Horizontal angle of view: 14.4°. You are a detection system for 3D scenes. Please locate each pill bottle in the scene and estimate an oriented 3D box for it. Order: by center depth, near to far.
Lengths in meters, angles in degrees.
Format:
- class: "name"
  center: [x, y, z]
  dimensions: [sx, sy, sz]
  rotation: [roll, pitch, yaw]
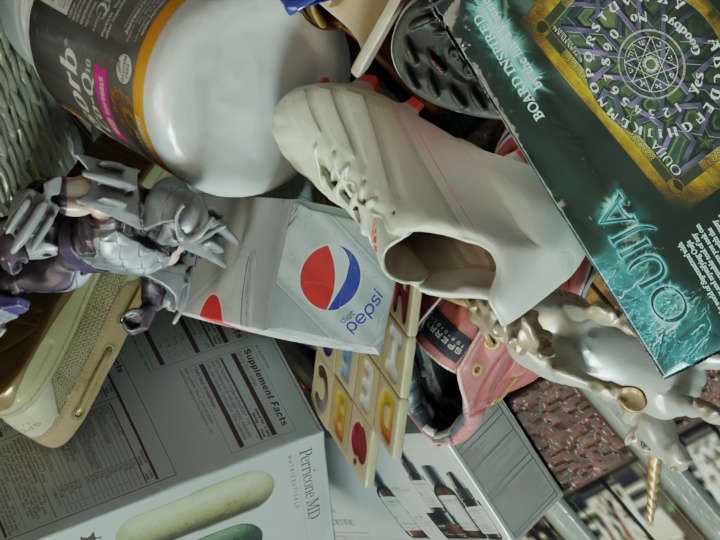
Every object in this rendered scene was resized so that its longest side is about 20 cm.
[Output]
- class: "pill bottle"
  center: [-0.101, -0.119, 1.450]
  dimensions: [0.200, 0.116, 0.117]
  rotation: [30, 149, 52]

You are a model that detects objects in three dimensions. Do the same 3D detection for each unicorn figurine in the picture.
- class: "unicorn figurine"
  center: [0.133, 0.052, 1.378]
  dimensions: [0.200, 0.074, 0.137]
  rotation: [39, 166, -27]

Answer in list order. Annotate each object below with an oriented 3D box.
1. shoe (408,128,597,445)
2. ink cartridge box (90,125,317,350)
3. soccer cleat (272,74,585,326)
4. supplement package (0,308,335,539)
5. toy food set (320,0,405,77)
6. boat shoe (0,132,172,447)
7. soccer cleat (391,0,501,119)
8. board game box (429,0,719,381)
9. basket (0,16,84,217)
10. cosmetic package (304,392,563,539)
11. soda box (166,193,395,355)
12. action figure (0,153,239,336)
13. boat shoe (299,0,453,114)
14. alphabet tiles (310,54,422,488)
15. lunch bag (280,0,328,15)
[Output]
- class: "shoe"
  center: [0.068, 0.009, 1.412]
  dimensions: [0.071, 0.091, 0.201]
  rotation: [37, 150, 19]
- class: "ink cartridge box"
  center: [-0.054, -0.031, 1.607]
  dimensions: [0.199, 0.057, 0.163]
  rotation: [16, 142, 14]
- class: "soccer cleat"
  center: [0.019, -0.035, 1.309]
  dimensions: [0.199, 0.078, 0.069]
  rotation: [24, 153, 42]
- class: "supplement package"
  center: [-0.133, 0.118, 1.592]
  dimensions: [0.152, 0.199, 0.151]
  rotation: [84, 161, -48]
- class: "toy food set"
  center: [-0.038, -0.202, 1.272]
  dimensions: [0.200, 0.060, 0.144]
  rotation: [40, 122, 15]
- class: "boat shoe"
  center: [-0.136, -0.002, 1.519]
  dimensions: [0.064, 0.201, 0.071]
  rotation: [38, 169, -34]
- class: "soccer cleat"
  center: [0.112, -0.080, 1.265]
  dimensions: [0.199, 0.073, 0.069]
  rotation: [22, 113, 2]
- class: "board game box"
  center: [0.137, -0.066, 1.210]
  dimensions: [0.135, 0.028, 0.201]
  rotation: [-27, 105, 20]
- class: "basket"
  center: [-0.276, -0.066, 1.556]
  dimensions: [0.197, 0.161, 0.201]
  rotation: [-1, 130, 18]
- class: "cosmetic package"
  center: [0.024, 0.113, 1.646]
  dimensions: [0.200, 0.051, 0.083]
  rotation: [-8, 118, 57]
- class: "soda box"
  center: [-0.041, 0.000, 1.452]
  dimensions: [0.063, 0.069, 0.200]
  rotation: [12, 179, -18]
- class: "action figure"
  center: [-0.147, -0.008, 1.405]
  dimensions: [0.199, 0.070, 0.130]
  rotation: [-11, 146, 35]
- class: "boat shoe"
  center: [-0.007, -0.152, 1.343]
  dimensions: [0.200, 0.068, 0.072]
  rotation: [42, 154, 13]
- class: "alphabet tiles"
  center: [0.000, 0.000, 1.454]
  dimensions: [0.167, 0.006, 0.201]
  rotation: [-127, 40, -60]
- class: "lunch bag"
  center: [0.027, -0.222, 1.156]
  dimensions: [0.199, 0.094, 0.151]
  rotation: [-31, 87, 27]
